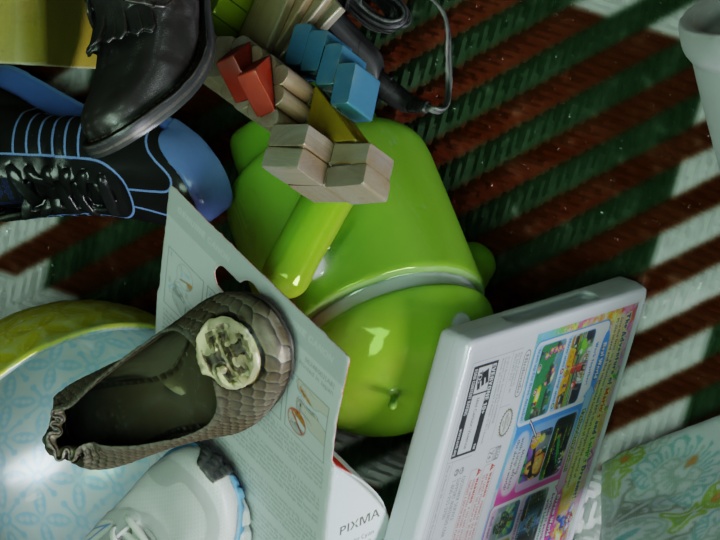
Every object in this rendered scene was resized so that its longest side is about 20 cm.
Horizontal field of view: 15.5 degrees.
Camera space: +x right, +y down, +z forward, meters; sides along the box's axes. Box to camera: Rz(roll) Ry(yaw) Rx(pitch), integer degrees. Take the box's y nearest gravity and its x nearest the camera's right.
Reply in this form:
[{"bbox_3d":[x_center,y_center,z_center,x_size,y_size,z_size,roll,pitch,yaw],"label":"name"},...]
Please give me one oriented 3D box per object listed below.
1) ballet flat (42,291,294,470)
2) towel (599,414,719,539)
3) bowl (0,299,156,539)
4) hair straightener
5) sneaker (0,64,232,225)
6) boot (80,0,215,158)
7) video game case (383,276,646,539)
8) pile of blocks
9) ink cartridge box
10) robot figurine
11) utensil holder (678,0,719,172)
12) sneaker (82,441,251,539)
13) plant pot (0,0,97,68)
[{"bbox_3d":[-0.104,0.062,1.339,0.200,0.046,0.068,-24,84,48],"label":"ballet flat"},{"bbox_3d":[0.215,0.124,1.376,0.200,0.171,0.048,-20,117,19],"label":"towel"},{"bbox_3d":[-0.179,0.091,1.490,0.108,0.200,0.200,44,120,46],"label":"bowl"},{"bbox_3d":[-0.024,-0.157,1.421,0.200,0.041,0.077,40,111,6],"label":"hair straightener"},{"bbox_3d":[-0.159,-0.052,1.428,0.200,0.078,0.070,19,138,39],"label":"sneaker"},{"bbox_3d":[-0.140,-0.171,1.269,0.069,0.200,0.174,-20,130,37],"label":"boot"},{"bbox_3d":[0.075,0.109,1.406,0.024,0.182,0.200,26,112,29],"label":"video game case"},{"bbox_3d":[-0.047,-0.111,1.331,0.082,0.062,0.200,-48,51,7],"label":"pile of blocks"},{"bbox_3d":[-0.045,0.070,1.368,0.160,0.047,0.200,43,141,36],"label":"ink cartridge box"},{"bbox_3d":[0.000,0.000,1.400,0.116,0.175,0.200,-30,61,16],"label":"robot figurine"},{"bbox_3d":[0.261,-0.048,1.316,0.170,0.170,0.200,-10,105,17],"label":"utensil holder"},{"bbox_3d":[-0.131,0.169,1.404,0.075,0.087,0.200,50,127,20],"label":"sneaker"},{"bbox_3d":[-0.225,-0.199,1.391,0.200,0.200,0.177,4,94,13],"label":"plant pot"}]
